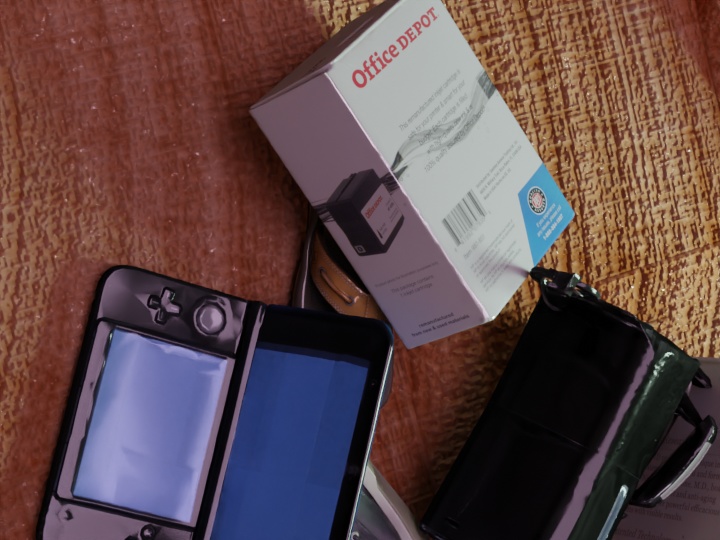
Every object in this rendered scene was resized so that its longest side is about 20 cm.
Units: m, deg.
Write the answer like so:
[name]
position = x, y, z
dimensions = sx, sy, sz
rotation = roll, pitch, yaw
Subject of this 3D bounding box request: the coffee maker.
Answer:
[coffee maker]
position = 0.129, 0.119, 1.277
dimensions = 0.192, 0.135, 0.200
rotation = 32, 82, -32

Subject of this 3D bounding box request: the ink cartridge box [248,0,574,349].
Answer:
[ink cartridge box]
position = 0.038, -0.072, 1.249
dimensions = 0.200, 0.084, 0.145
rotation = 56, 44, -13

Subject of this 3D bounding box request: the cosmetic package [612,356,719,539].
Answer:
[cosmetic package]
position = 0.297, 0.181, 1.361
dimensions = 0.167, 0.166, 0.201
rotation = 19, 80, -25

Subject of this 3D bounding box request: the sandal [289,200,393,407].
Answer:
[sandal]
position = 0.000, 0.000, 1.279
dimensions = 0.082, 0.055, 0.201
rotation = 10, 82, -28

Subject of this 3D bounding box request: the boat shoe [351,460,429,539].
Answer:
[boat shoe]
position = 0.000, 0.179, 1.268
dimensions = 0.066, 0.075, 0.200
rotation = -32, 113, 5

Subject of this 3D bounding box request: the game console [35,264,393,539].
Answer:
[game console]
position = -0.095, 0.109, 1.191
dimensions = 0.170, 0.118, 0.201
rotation = 17, 79, -26
